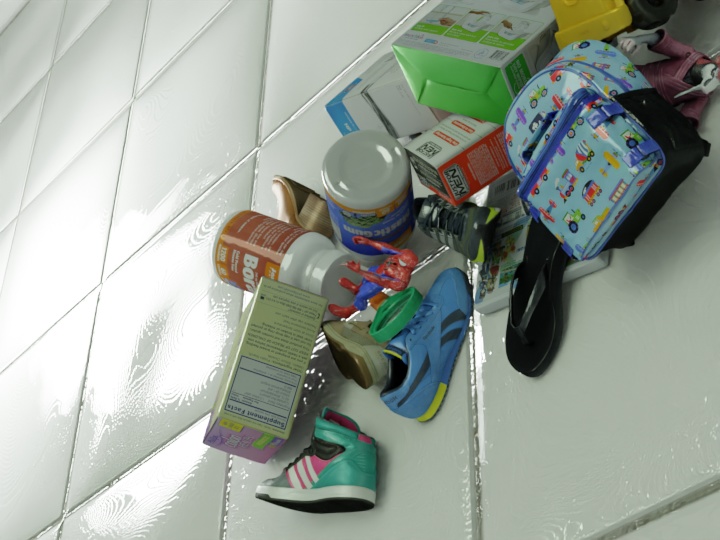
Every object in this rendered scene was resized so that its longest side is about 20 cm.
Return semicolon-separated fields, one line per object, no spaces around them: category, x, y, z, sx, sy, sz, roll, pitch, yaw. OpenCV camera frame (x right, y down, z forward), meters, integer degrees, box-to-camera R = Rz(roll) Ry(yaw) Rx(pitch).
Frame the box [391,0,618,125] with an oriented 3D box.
box;0.170;-0.273;1.688;0.176;0.097;0.200;-42;36;-21

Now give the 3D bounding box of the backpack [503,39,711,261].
backpack;0.233;-0.134;1.474;0.200;0.134;0.183;53;133;20

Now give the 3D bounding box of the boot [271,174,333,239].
boot;-0.109;-0.051;2.115;0.200;0.076;0.156;34;99;53

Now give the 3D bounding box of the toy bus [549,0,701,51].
toy bus;0.287;-0.358;1.561;0.199;0.193;0.136;-29;7;-27

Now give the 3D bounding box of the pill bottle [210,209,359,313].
pill bottle;-0.103;-0.009;1.968;0.199;0.112;0.113;19;81;35

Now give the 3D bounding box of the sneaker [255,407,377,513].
sneaker;-0.051;0.234;1.757;0.199;0.083;0.122;-11;61;45

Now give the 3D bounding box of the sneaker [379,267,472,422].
sneaker;0.076;0.079;1.700;0.066;0.078;0.201;-11;55;56

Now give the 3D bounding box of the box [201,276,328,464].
box;-0.129;0.136;1.890;0.176;0.096;0.201;127;162;-67

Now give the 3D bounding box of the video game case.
video game case;0.216;-0.057;1.652;0.200;0.022;0.183;-25;46;46

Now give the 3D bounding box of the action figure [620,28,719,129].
action figure;0.328;-0.194;1.548;0.199;0.149;0.135;-11;96;35

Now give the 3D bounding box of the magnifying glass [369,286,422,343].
magnifying glass;0.037;0.049;1.775;0.080;0.022;0.200;-47;11;-1

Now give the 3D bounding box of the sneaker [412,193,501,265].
sneaker;0.112;-0.054;1.707;0.200;0.080;0.074;-158;84;-78

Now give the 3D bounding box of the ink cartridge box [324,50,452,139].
ink cartridge box;0.069;-0.249;1.922;0.146;0.086;0.199;-44;20;-31

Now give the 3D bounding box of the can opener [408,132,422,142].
can opener;0.115;-0.165;1.869;0.053;0.066;0.200;-57;21;3

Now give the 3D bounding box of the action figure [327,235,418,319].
action figure;0.000;0.000;1.779;0.200;0.099;0.066;-27;39;57

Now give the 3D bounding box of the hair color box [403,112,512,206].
hair color box;0.162;-0.167;1.702;0.199;0.061;0.101;-33;29;-8

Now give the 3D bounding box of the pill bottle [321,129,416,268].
pill bottle;0.015;-0.082;1.810;0.111;0.200;0.113;-3;62;5

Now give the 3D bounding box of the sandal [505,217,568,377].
sandal;0.191;0.017;1.572;0.076;0.043;0.202;0;79;52

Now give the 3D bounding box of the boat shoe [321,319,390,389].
boat shoe;0.001;0.099;1.821;0.065;0.072;0.200;-26;15;-11
